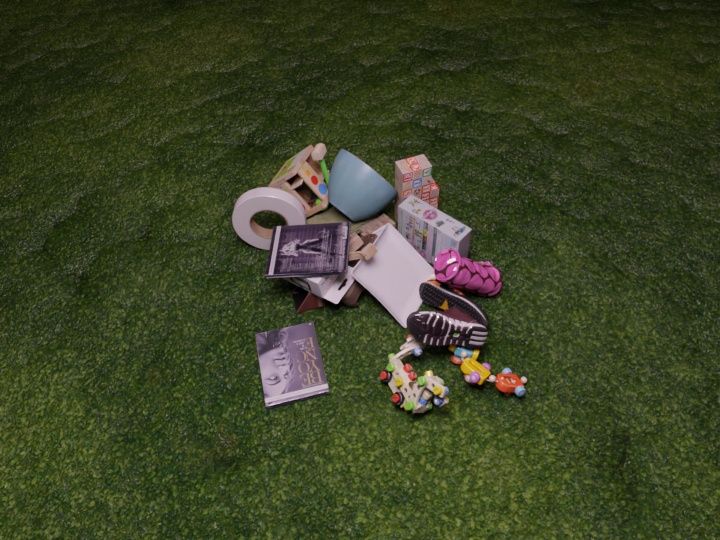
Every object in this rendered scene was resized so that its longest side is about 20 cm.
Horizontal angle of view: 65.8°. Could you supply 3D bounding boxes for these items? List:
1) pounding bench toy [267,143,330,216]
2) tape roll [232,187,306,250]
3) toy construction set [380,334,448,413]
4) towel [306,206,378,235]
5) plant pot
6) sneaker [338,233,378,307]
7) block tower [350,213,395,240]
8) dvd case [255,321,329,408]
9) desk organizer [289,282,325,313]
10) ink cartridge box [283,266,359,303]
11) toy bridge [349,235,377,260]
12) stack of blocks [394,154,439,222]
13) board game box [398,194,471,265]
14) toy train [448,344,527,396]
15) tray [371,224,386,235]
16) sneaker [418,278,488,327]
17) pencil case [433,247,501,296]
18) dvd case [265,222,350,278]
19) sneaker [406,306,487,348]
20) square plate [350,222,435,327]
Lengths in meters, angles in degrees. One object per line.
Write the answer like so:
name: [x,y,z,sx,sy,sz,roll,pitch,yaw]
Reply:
pounding bench toy: [-0.130,-0.254,1.581,0.199,0.156,0.125,-20,32,44]
tape roll: [-0.244,-0.135,1.500,0.199,0.205,0.037,0,48,1]
toy construction set: [0.117,0.230,1.229,0.091,0.132,0.201,21,31,-29]
towel: [-0.061,-0.133,1.588,0.199,0.037,0.148,-32,46,-25]
plant pot: [-0.014,-0.217,1.526,0.200,0.200,0.135,39,93,30]
sneaker: [0.000,0.000,1.442,0.070,0.076,0.202,9,61,42]
block tower: [0.008,-0.079,1.540,0.199,0.054,0.058,-33,55,-23]
dvd case: [-0.165,0.218,1.316,0.146,0.016,0.202,-11,50,-8]
desk organizer: [-0.155,0.008,1.460,0.076,0.072,0.202,-14,50,-7]
ink cartridge box: [-0.113,-0.013,1.379,0.198,0.068,0.117,24,62,25]
toy bridge: [-0.025,-0.060,1.418,0.067,0.027,0.200,-42,27,-7]
stack of blocks: [0.158,-0.222,1.561,0.113,0.202,0.059,-17,50,-12]
board game box: [0.192,-0.091,1.483,0.199,0.149,0.064,33,58,26]
toy train: [0.281,0.222,1.280,0.148,0.056,0.201,5,32,-30]
tray: [0.019,-0.029,1.491,0.199,0.022,0.108,-34,99,-24]
sneaker: [0.246,0.073,1.388,0.199,0.071,0.090,31,38,30]
pencil case: [0.265,0.002,1.380,0.090,0.198,0.095,-8,72,43]
dvd case: [-0.125,-0.050,1.346,0.196,0.016,0.151,-3,55,8]
sneaker: [0.186,0.119,1.283,0.197,0.077,0.116,15,20,-16]
square plate: [0.088,0.012,1.419,0.200,0.028,0.199,45,56,-11]
